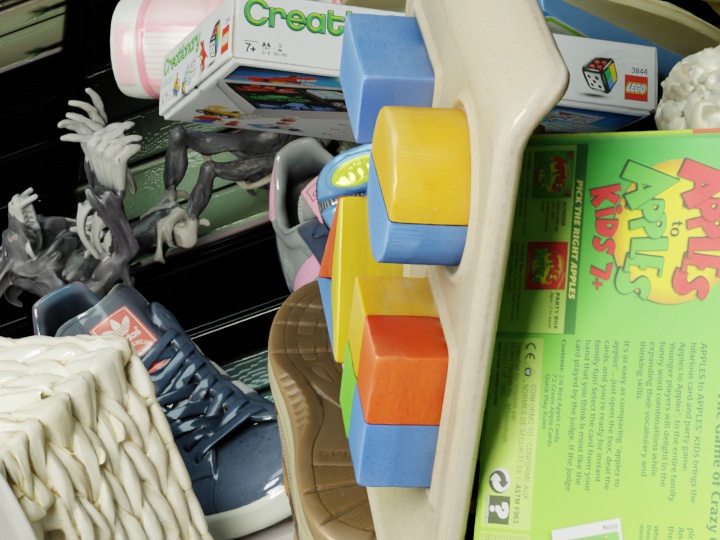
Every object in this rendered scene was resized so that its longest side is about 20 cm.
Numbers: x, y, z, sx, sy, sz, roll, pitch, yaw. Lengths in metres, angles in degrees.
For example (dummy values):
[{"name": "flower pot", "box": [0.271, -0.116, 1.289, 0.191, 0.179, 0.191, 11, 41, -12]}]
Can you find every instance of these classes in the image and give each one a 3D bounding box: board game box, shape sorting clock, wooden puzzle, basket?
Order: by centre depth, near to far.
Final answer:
[{"name": "board game box", "box": [0.093, 0.056, 0.770, 0.102, 0.200, 0.048, 1, -7, 38]}, {"name": "wooden puzzle", "box": [0.016, -0.017, 0.821, 0.046, 0.200, 0.185, 6, 30, -11]}, {"name": "basket", "box": [-0.169, 0.108, 0.916, 0.200, 0.136, 0.123, -3, 27, 35]}, {"name": "board game box", "box": [0.020, -0.086, 1.074, 0.200, 0.035, 0.126, 6, -10, -19]}, {"name": "shape sorting clock", "box": [0.089, -0.113, 1.135, 0.200, 0.200, 0.039, 2, 73, 40]}]

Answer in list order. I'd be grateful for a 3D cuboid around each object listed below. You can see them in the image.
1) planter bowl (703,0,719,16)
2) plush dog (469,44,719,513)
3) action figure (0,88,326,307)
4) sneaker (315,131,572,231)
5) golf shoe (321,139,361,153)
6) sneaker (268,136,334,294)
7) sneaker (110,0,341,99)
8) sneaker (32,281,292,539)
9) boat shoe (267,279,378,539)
[{"name": "planter bowl", "box": [0.242, -0.167, 1.206, 0.200, 0.083, 0.200, -18, 25, 8]}, {"name": "plush dog", "box": [0.109, 0.023, 0.877, 0.172, 0.200, 0.160, -3, -4, 15]}, {"name": "action figure", "box": [-0.124, -0.042, 1.228, 0.200, 0.102, 0.119, -25, 27, -16]}, {"name": "sneaker", "box": [0.066, -0.028, 1.048, 0.200, 0.071, 0.083, -5, 0, -32]}, {"name": "golf shoe", "box": [0.021, -0.096, 1.254, 0.097, 0.078, 0.200, -20, 26, -12]}, {"name": "sneaker", "box": [0.000, 0.000, 1.067, 0.070, 0.082, 0.200, -27, 26, -11]}, {"name": "sneaker", "box": [-0.047, -0.135, 1.229, 0.105, 0.075, 0.200, -2, 18, 19]}, {"name": "sneaker", "box": [-0.088, 0.054, 1.027, 0.075, 0.085, 0.200, -35, 29, -27]}, {"name": "boat shoe", "box": [-0.002, 0.075, 0.933, 0.072, 0.072, 0.200, 2, 32, -7]}]
